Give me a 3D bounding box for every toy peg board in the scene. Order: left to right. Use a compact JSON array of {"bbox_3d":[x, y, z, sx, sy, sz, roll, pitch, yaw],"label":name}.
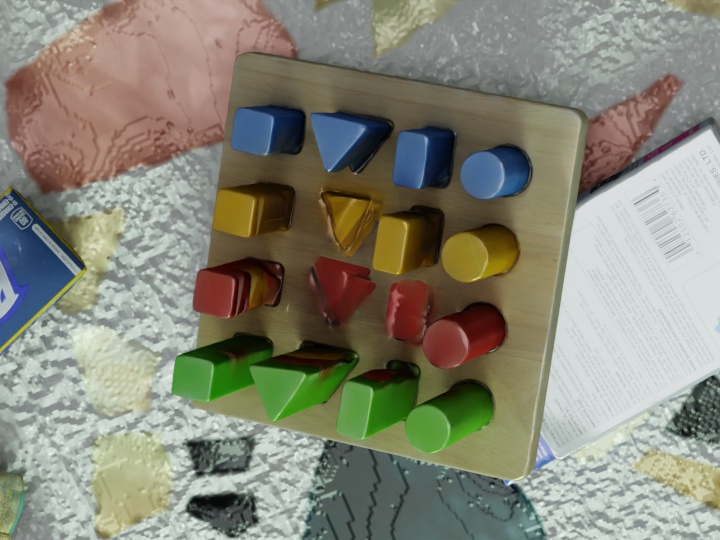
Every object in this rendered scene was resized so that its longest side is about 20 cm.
[{"bbox_3d":[0.000,0.000,1.199,0.198,0.098,0.201,11,99,18],"label":"toy peg board"}]

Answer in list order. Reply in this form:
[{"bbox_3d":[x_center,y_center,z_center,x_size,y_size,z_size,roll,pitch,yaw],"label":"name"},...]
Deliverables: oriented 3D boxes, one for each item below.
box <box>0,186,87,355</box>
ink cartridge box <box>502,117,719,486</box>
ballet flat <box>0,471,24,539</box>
[{"bbox_3d":[-0.242,0.046,1.249,0.200,0.070,0.064,-45,94,-9],"label":"box"},{"bbox_3d":[0.136,0.018,1.243,0.199,0.042,0.120,-31,97,11],"label":"ink cartridge box"},{"bbox_3d":[-0.281,0.095,1.308,0.199,0.071,0.071,29,104,1],"label":"ballet flat"}]
